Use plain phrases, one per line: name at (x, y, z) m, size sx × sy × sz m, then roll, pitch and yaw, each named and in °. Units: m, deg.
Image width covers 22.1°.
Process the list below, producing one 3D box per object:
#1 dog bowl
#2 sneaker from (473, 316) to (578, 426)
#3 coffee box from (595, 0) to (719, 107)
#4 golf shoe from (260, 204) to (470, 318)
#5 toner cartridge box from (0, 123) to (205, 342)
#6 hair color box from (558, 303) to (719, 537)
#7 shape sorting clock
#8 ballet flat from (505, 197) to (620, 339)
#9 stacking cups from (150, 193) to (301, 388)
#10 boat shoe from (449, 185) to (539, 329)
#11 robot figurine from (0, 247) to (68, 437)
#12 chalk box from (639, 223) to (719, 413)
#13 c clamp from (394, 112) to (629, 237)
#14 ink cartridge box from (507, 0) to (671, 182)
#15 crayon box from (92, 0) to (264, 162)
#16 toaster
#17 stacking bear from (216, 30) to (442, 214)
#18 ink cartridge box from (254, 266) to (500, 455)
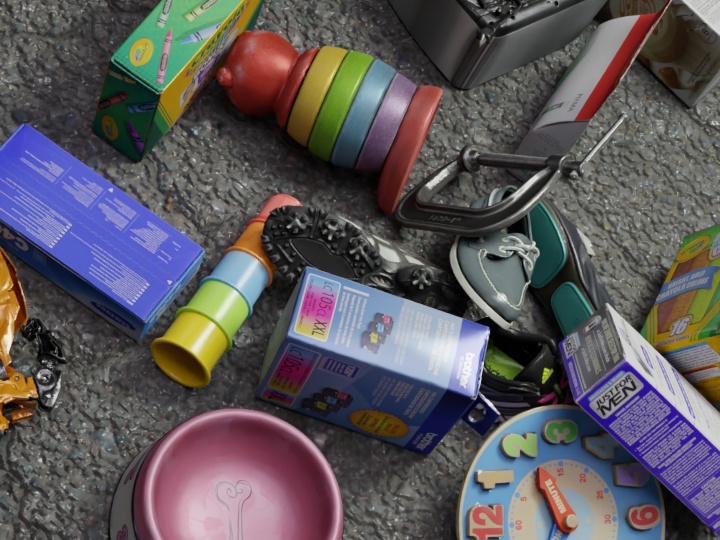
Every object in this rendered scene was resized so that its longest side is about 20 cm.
dog bowl at (-0.103, 0.203, 1.511) m, size 0.199 × 0.074 × 0.201 m, roll 8°, pitch 61°, yaw -14°
sneaker at (0.160, 0.109, 1.634) m, size 0.200 × 0.088 × 0.074 m, roll 36°, pitch 58°, yaw 4°
coffee box at (0.308, -0.281, 1.878) m, size 0.200 × 0.114 × 0.080 m, roll 45°, pitch 60°, yaw 11°
golf shoe at (0.000, 0.000, 1.650) m, size 0.199 × 0.094 × 0.078 m, roll 27°, pitch 95°, yaw -9°
toner cartridge box at (-0.245, -0.034, 1.613) m, size 0.200 × 0.043 × 0.095 m, roll 35°, pitch 59°, yaw 4°
hair color box at (0.265, 0.132, 1.603) m, size 0.200 × 0.065 × 0.109 m, roll 44°, pitch 16°, yaw -19°
shape sorting clock at (0.175, 0.216, 1.583) m, size 0.199 × 0.039 × 0.201 m, roll 2°, pitch 84°, yaw -17°
ballet flat at (0.197, 0.010, 1.719) m, size 0.073 × 0.073 × 0.200 m, roll -13°, pitch 61°, yaw -23°
stacking cups at (-0.106, 0.014, 1.624) m, size 0.060 × 0.061 × 0.200 m, roll 34°, pitch 56°, yaw 3°
boat shoe at (0.125, -0.018, 1.647) m, size 0.073 × 0.062 × 0.200 m, roll 43°, pitch 20°, yaw -18°
robot figurine at (-0.329, 0.053, 1.532) m, size 0.144 × 0.058 × 0.201 m, roll -13°, pitch 66°, yaw -23°
chalk box at (0.361, 0.030, 1.701) m, size 0.124 × 0.124 × 0.200 m, roll 41°, pitch 56°, yaw -18°
c clamp at (0.129, -0.083, 1.686) m, size 0.171 × 0.200 × 0.027 m, roll -47°, pitch 121°, yaw -28°
ink cartridge box at (0.222, -0.187, 1.748) m, size 0.050 × 0.200 × 0.161 m, roll 32°, pitch 58°, yaw 3°
crayon box at (-0.161, -0.208, 1.689) m, size 0.058 × 0.119 × 0.200 m, roll 34°, pitch 58°, yaw 3°
toaster at (0.127, -0.295, 1.825) m, size 0.200 × 0.119 × 0.181 m, roll -27°, pitch 72°, yaw -28°
stacking bear at (-0.034, -0.158, 1.713) m, size 0.199 × 0.114 × 0.122 m, roll 23°, pitch 58°, yaw 1°
ink cartridge box at (0.023, 0.084, 1.577) m, size 0.199 × 0.137 × 0.077 m, roll 17°, pitch 60°, yaw -7°
